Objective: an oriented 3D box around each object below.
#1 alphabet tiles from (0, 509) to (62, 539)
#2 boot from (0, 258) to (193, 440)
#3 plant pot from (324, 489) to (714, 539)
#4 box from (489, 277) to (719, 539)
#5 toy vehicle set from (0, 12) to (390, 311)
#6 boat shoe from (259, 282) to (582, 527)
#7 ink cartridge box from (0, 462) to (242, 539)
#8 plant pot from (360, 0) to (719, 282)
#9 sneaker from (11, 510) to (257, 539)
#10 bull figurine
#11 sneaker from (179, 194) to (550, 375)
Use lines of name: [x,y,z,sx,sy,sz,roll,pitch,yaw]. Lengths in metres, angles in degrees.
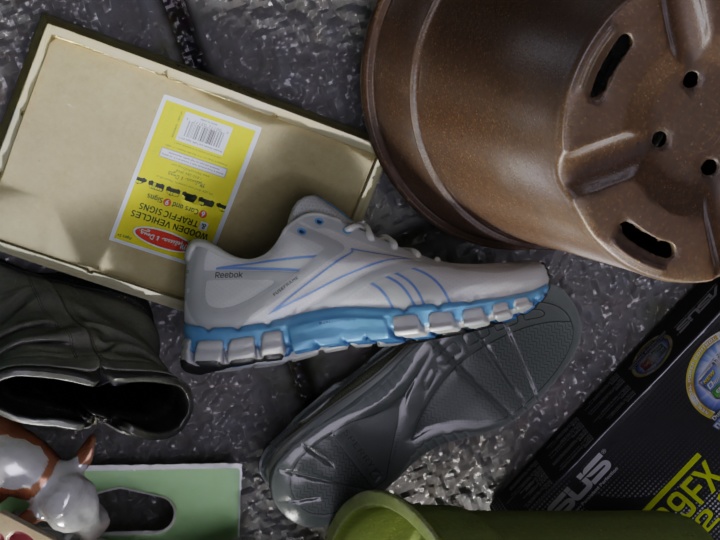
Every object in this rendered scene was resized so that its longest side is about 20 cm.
alphabet tiles: [-0.138,0.240,0.978,0.167,0.008,0.200,26,111,11]
boot: [-0.189,0.036,0.996,0.200,0.131,0.068,6,106,-16]
plant pot: [0.103,0.204,1.060,0.190,0.200,0.200,-7,110,-26]
box: [0.202,0.123,1.168,0.160,0.044,0.200,41,95,-23]
toy vehicle set: [-0.097,-0.045,1.048,0.200,0.027,0.124,19,103,-19]
boat shoe: [0.032,0.069,1.104,0.202,0.065,0.074,-36,111,-4]
ink cartridge box: [-0.142,0.206,1.113,0.145,0.048,0.200,0,93,-14]
plant pot: [0.125,-0.087,0.982,0.200,0.198,0.200,-5,105,-19]
sneaker: [-0.148,0.166,1.050,0.200,0.076,0.092,-16,85,-19]
bull figurine: [-0.227,0.093,1.006,0.200,0.121,0.065,15,84,-16]
sneaker: [0.000,0.000,1.028,0.200,0.075,0.087,-7,83,-4]
